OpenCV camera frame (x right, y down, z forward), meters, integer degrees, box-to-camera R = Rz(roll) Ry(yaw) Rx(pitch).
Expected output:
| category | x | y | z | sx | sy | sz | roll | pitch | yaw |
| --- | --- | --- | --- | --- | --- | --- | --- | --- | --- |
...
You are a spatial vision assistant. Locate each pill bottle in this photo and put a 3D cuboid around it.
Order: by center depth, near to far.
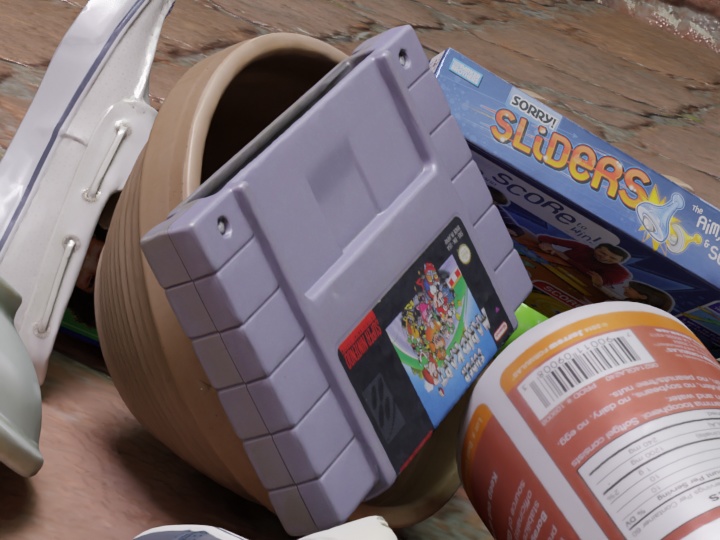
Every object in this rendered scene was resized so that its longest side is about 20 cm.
| category | x | y | z | sx | sy | sz | roll | pitch | yaw |
| --- | --- | --- | --- | --- | --- | --- | --- | --- | --- |
| pill bottle | 0.122 | 0.110 | 1.031 | 0.112 | 0.112 | 0.200 | 12 | 28 | -33 |

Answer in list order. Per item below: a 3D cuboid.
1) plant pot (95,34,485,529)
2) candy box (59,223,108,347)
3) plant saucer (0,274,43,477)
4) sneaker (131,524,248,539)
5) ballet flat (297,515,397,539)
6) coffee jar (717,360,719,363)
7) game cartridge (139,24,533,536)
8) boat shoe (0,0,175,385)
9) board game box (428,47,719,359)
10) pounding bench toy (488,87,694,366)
| category | x | y | z | sx | sy | sz | roll | pitch | yaw |
| --- | --- | --- | --- | --- | --- | --- | --- | --- | --- |
| plant pot | -0.041 | 0.013 | 1.109 | 0.093 | 0.201 | 0.201 | -17 | -7 | 31 |
| candy box | -0.052 | 0.005 | 1.286 | 0.200 | 0.077 | 0.169 | 21 | 12 | 4 |
| plant saucer | -0.179 | -0.008 | 1.018 | 0.200 | 0.050 | 0.200 | 42 | -7 | 6 |
| sneaker | -0.043 | 0.131 | 0.804 | 0.079 | 0.079 | 0.200 | 17 | 14 | -38 |
| ballet flat | 0.016 | 0.123 | 0.942 | 0.200 | 0.069 | 0.068 | 18 | 15 | -9 |
| coffee jar | 0.204 | 0.102 | 1.265 | 0.200 | 0.085 | 0.104 | 17 | 19 | -17 |
| game cartridge | 0.000 | 0.000 | 1.049 | 0.130 | 0.038 | 0.200 | 60 | 34 | -12 |
| boat shoe | -0.114 | -0.043 | 1.172 | 0.070 | 0.200 | 0.071 | 27 | -21 | -4 |
| board game box | 0.089 | -0.021 | 1.249 | 0.200 | 0.035 | 0.135 | 30 | -20 | -15 |
| pounding bench toy | 0.046 | -0.022 | 1.432 | 0.200 | 0.124 | 0.156 | 8 | 19 | -41 |
